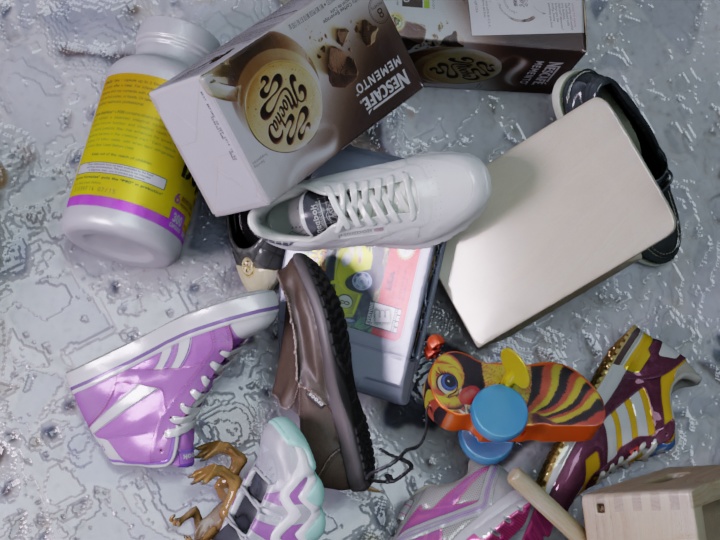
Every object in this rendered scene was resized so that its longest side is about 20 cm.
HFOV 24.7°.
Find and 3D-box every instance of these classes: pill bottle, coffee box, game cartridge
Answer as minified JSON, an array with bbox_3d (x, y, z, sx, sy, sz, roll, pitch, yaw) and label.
[{"bbox_3d":[-0.179,-0.111,1.398,0.103,0.104,0.202,16,74,-6],"label":"pill bottle"},{"bbox_3d":[0.092,-0.218,1.473,0.198,0.113,0.081,2,75,-10],"label":"coffee box"},{"bbox_3d":[-0.056,-0.145,1.324,0.200,0.080,0.114,-39,109,-35],"label":"coffee box"},{"bbox_3d":[0.000,0.000,1.385,0.132,0.041,0.202,15,96,24],"label":"game cartridge"}]

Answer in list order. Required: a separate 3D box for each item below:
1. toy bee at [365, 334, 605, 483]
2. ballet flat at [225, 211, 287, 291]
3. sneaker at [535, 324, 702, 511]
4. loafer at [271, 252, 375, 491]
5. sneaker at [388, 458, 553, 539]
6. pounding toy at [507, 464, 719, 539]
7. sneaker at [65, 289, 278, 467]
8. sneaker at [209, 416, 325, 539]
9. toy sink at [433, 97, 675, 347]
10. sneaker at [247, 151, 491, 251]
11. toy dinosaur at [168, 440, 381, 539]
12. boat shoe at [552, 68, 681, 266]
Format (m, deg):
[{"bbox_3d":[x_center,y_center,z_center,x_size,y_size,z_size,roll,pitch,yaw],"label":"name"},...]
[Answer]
[{"bbox_3d":[0.097,0.098,1.349,0.199,0.131,0.109,2,61,-33],"label":"toy bee"},{"bbox_3d":[-0.101,-0.075,1.399,0.057,0.066,0.202,-20,108,-50],"label":"ballet flat"},{"bbox_3d":[0.224,0.147,1.424,0.090,0.075,0.201,32,73,4],"label":"sneaker"},{"bbox_3d":[-0.043,0.087,1.341,0.070,0.073,0.202,-13,86,11],"label":"loafer"},{"bbox_3d":[0.062,0.233,1.375,0.199,0.082,0.088,-34,47,-4],"label":"sneaker"},{"bbox_3d":[0.240,0.237,1.338,0.199,0.141,0.186,-4,86,-52],"label":"pounding toy"},{"bbox_3d":[-0.136,0.095,1.344,0.199,0.073,0.115,-27,86,22],"label":"sneaker"},{"bbox_3d":[-0.103,0.220,1.297,0.139,0.078,0.202,-8,106,-24],"label":"sneaker"},{"bbox_3d":[0.163,-0.042,1.402,0.199,0.112,0.131,-33,82,18],"label":"toy sink"},{"bbox_3d":[0.008,-0.050,1.320,0.198,0.080,0.077,-12,85,20],"label":"sneaker"},{"bbox_3d":[-0.095,0.192,1.371,0.199,0.060,0.107,-34,114,-14],"label":"toy dinosaur"},{"bbox_3d":[0.243,-0.091,1.464,0.074,0.066,0.201,-32,105,-25],"label":"boat shoe"}]
